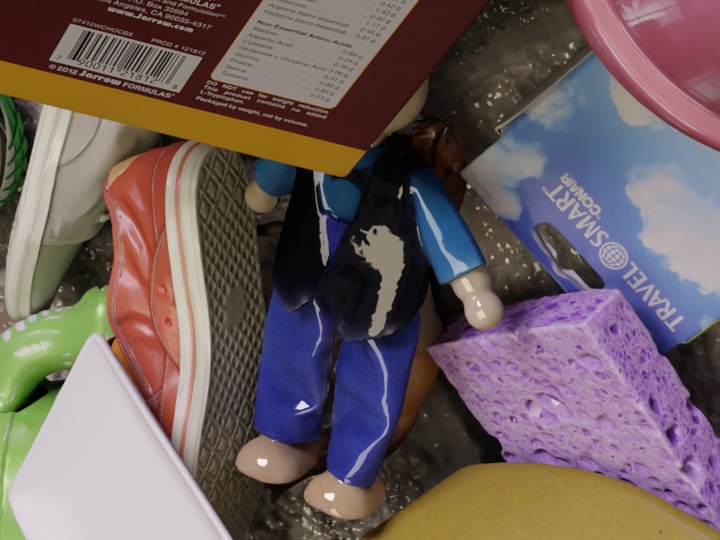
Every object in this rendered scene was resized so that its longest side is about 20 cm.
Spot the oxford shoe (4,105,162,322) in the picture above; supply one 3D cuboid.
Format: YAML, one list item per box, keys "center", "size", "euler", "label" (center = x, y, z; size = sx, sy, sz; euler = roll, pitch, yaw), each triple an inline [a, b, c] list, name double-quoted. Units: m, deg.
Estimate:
- center: [-0.122, -0.051, 0.991]
  size: [0.057, 0.075, 0.201]
  euler: [14, 125, -11]
  label: "oxford shoe"

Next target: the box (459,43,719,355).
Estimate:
- center: [0.148, -0.060, 0.871]
  size: [0.122, 0.048, 0.200]
  euler: [47, 126, -3]
  label: "box"

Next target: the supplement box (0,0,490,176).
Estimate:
- center: [-0.051, -0.159, 0.759]
  size: [0.196, 0.134, 0.200]
  euler: [13, 145, -23]
  label: "supplement box"

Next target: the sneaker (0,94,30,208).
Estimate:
- center: [-0.220, -0.023, 1.038]
  size: [0.078, 0.085, 0.201]
  euler: [32, 124, 5]
  label: "sneaker"

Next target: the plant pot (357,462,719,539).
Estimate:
- center: [0.070, 0.197, 0.922]
  size: [0.200, 0.193, 0.197]
  euler: [40, 153, 41]
  label: "plant pot"

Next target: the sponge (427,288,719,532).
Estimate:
- center: [0.121, 0.098, 0.945]
  size: [0.111, 0.030, 0.201]
  euler: [-11, 118, 54]
  label: "sponge"

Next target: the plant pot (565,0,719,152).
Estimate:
- center: [0.164, -0.127, 0.706]
  size: [0.198, 0.179, 0.202]
  euler: [0, 96, 0]
  label: "plant pot"

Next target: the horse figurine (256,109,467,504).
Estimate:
- center: [-0.007, 0.012, 0.980]
  size: [0.131, 0.050, 0.202]
  euler: [10, 115, 25]
  label: "horse figurine"

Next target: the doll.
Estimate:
- center: [0.000, 0.000, 0.910]
  size: [0.136, 0.048, 0.202]
  euler: [22, 114, 32]
  label: "doll"

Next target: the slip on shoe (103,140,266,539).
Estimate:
- center: [-0.080, 0.042, 0.965]
  size: [0.061, 0.074, 0.202]
  euler: [3, 103, 28]
  label: "slip on shoe"

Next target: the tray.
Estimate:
- center: [-0.080, 0.131, 0.907]
  size: [0.200, 0.022, 0.108]
  euler: [53, 128, 32]
  label: "tray"

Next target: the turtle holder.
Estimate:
- center: [-0.123, 0.106, 1.046]
  size: [0.130, 0.141, 0.188]
  euler: [0, 82, 10]
  label: "turtle holder"
